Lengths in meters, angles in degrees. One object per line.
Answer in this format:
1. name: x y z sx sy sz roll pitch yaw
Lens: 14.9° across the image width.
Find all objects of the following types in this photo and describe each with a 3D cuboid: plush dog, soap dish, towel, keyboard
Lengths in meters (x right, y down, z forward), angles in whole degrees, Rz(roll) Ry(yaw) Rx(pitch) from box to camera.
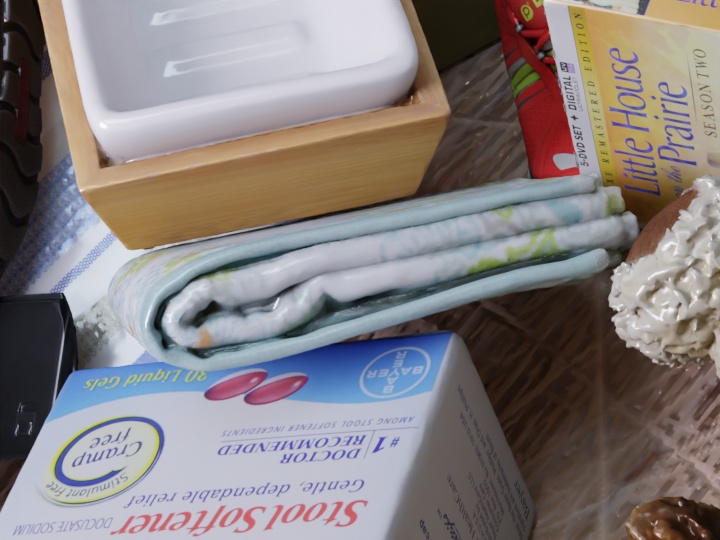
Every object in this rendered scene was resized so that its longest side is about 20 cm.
1. plush dog: 0.190 0.063 1.008 0.200 0.160 0.173 -5 63 54
2. soap dish: -0.057 -0.099 1.196 0.156 0.082 0.201 -12 42 -5
3. towel: -0.114 -0.013 1.253 0.147 0.024 0.200 -45 65 -2
4. keyboard: -0.207 0.077 1.250 0.199 0.021 0.128 -5 71 38
5. towel: 0.000 0.000 1.122 0.199 0.048 0.171 -11 2 -9

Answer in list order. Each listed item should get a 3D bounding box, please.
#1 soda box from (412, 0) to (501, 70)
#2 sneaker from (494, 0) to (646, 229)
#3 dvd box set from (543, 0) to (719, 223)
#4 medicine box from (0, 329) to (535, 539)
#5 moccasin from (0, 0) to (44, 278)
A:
1. soda box: -0.031 -0.109 1.323 0.199 0.064 0.068 -29 43 4
2. sneaker: 0.091 -0.093 1.223 0.077 0.085 0.201 -25 43 8
3. dvd box set: 0.176 -0.053 1.061 0.199 0.147 0.030 13 61 20
4. medicine box: -0.049 0.132 1.060 0.181 0.103 0.200 -7 37 24
5. moccasin: -0.190 -0.071 1.245 0.077 0.074 0.203 -6 72 24
